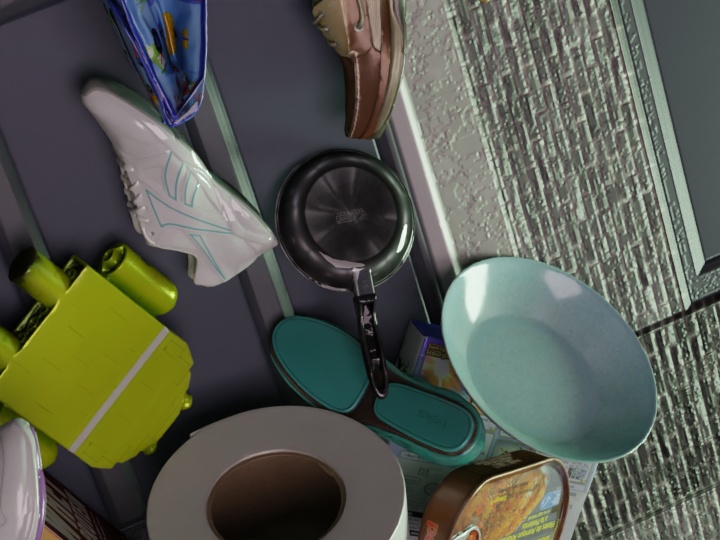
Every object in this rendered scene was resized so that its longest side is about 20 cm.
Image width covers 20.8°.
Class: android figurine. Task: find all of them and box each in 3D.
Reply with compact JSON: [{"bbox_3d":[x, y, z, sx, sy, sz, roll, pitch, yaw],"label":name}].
[{"bbox_3d":[-0.211,0.072,1.517,0.200,0.041,0.183,39,86,-35],"label":"android figurine"}]

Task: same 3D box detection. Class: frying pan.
[{"bbox_3d":[-0.016,-0.005,1.532,0.114,0.031,0.192,12,75,-11],"label":"frying pan"}]

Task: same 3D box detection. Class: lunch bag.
[{"bbox_3d":[-0.148,-0.203,1.391,0.093,0.151,0.202,-16,113,-12],"label":"lunch bag"}]

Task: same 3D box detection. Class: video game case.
[{"bbox_3d":[0.107,0.149,1.665,0.198,0.045,0.183,13,106,-22],"label":"video game case"}]

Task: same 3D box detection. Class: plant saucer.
[{"bbox_3d":[0.146,0.080,1.594,0.199,0.202,0.039,13,138,-23],"label":"plant saucer"}]

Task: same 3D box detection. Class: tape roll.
[{"bbox_3d":[-0.058,0.224,1.526,0.201,0.203,0.140,-17,131,-12],"label":"tape roll"}]

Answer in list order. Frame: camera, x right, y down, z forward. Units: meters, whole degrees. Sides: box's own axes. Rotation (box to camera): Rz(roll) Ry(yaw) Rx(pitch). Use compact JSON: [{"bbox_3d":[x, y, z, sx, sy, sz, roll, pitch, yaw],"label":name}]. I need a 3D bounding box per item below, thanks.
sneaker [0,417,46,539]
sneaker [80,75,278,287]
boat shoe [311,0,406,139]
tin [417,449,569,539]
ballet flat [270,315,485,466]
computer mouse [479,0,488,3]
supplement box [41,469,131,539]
[{"bbox_3d":[-0.283,0.196,1.383,0.099,0.075,0.202,16,103,-22],"label":"sneaker"},{"bbox_3d":[-0.149,-0.063,1.488,0.080,0.070,0.200,-41,117,2],"label":"sneaker"},{"bbox_3d":[-0.002,-0.202,1.491,0.073,0.076,0.202,3,104,-10],"label":"boat shoe"},{"bbox_3d":[0.107,0.208,1.583,0.199,0.042,0.113,-6,105,-57],"label":"tin"},{"bbox_3d":[0.014,0.103,1.572,0.068,0.199,0.070,-58,157,-12],"label":"ballet flat"},{"bbox_3d":[0.130,-0.269,1.520,0.198,0.046,0.142,12,103,-22],"label":"computer mouse"},{"bbox_3d":[-0.294,0.260,1.519,0.200,0.133,0.197,-46,116,2],"label":"supplement box"}]
